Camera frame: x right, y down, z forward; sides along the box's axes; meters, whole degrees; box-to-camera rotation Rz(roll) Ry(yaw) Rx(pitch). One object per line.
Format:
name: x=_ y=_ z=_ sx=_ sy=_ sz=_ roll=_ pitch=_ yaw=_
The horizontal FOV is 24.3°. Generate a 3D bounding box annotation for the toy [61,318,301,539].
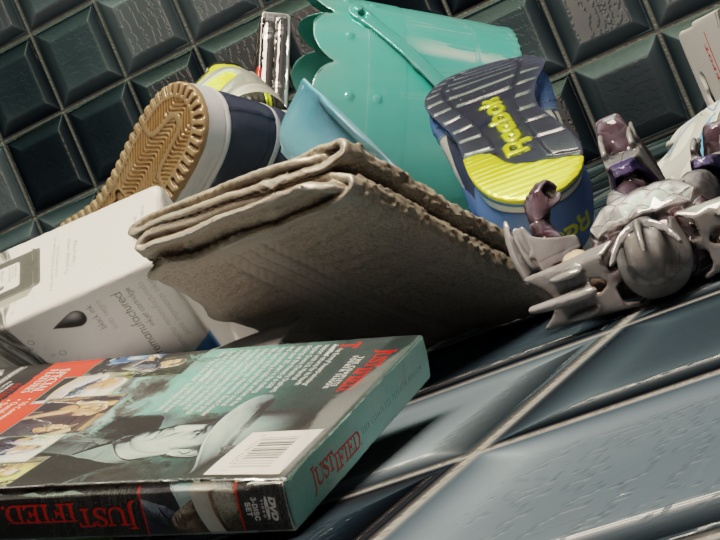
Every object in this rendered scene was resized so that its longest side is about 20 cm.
toy: x=-0.091 y=0.077 z=0.713 sx=0.115 sy=0.047 sz=0.200 roll=-16 pitch=7 yaw=12

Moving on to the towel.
towel: x=0.000 y=0.000 z=0.790 sx=0.132 sy=0.035 sz=0.200 roll=-18 pitch=-27 yaw=33

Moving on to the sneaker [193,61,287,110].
sneaker: x=-0.119 y=-0.040 z=1.010 sx=0.200 sy=0.075 sz=0.076 roll=-44 pitch=38 yaw=12

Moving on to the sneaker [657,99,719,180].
sneaker: x=0.225 y=-0.078 z=0.988 sx=0.087 sy=0.075 sz=0.200 roll=-29 pitch=-3 yaw=41

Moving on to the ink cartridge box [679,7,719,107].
ink cartridge box: x=0.301 y=-0.144 z=1.191 sx=0.067 sy=0.116 sz=0.200 roll=-23 pitch=2 yaw=-4

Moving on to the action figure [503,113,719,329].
action figure: x=0.132 y=-0.029 z=0.746 sx=0.130 sy=0.069 sz=0.200 roll=-12 pitch=9 yaw=17

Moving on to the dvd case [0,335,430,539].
dvd case: x=-0.090 y=0.061 z=0.607 sx=0.200 sy=0.022 sz=0.146 roll=-7 pitch=13 yaw=21

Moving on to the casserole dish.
casserole dish: x=0.021 y=-0.030 z=0.892 sx=0.039 sy=0.121 sz=0.200 roll=-46 pitch=-31 yaw=5

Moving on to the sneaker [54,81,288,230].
sneaker: x=-0.099 y=-0.020 z=0.938 sx=0.108 sy=0.070 sz=0.200 roll=2 pitch=-41 yaw=-44

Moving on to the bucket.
bucket: x=0.023 y=-0.075 z=1.086 sx=0.135 sy=0.207 sz=0.207 roll=4 pitch=-1 yaw=-6

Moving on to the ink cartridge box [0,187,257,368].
ink cartridge box: x=-0.164 y=0.053 z=0.867 sx=0.200 sy=0.116 sz=0.067 roll=-23 pitch=37 yaw=11

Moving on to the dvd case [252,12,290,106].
dvd case: x=-0.065 y=-0.044 z=1.083 sx=0.022 sy=0.200 sz=0.146 roll=5 pitch=-21 yaw=-6

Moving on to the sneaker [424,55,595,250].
sneaker: x=0.084 y=-0.057 z=0.922 sx=0.074 sy=0.082 sz=0.200 roll=-18 pitch=29 yaw=7
